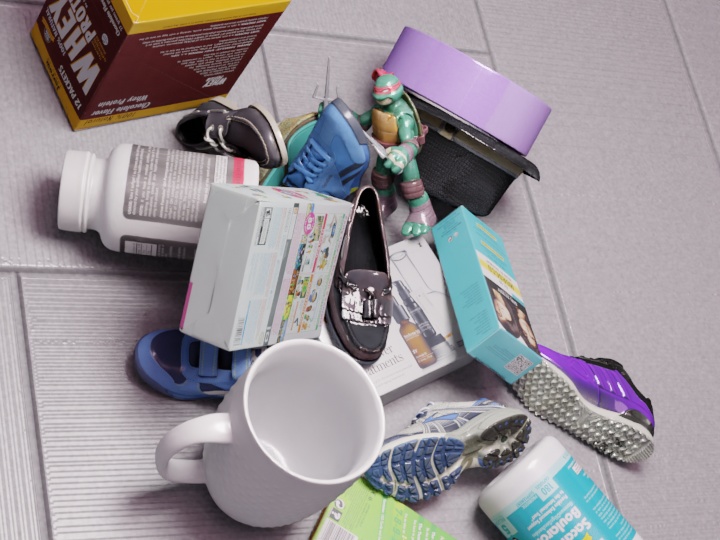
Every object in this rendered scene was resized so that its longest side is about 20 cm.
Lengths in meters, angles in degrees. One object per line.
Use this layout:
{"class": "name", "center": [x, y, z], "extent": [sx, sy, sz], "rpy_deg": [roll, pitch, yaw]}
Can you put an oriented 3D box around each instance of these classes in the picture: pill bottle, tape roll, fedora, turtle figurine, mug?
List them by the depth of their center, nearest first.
{"class": "mug", "center": [-0.100, 0.170, 1.559], "extent": [0.198, 0.175, 0.149], "rpy_deg": [1, 61, -28]}
{"class": "pill bottle", "center": [-0.207, -0.070, 1.668], "extent": [0.198, 0.111, 0.112], "rpy_deg": [7, 57, -6]}
{"class": "pill bottle", "center": [0.226, 0.282, 1.717], "extent": [0.200, 0.111, 0.111], "rpy_deg": [48, 51, 5]}
{"class": "turtle figurine", "center": [0.028, -0.142, 1.794], "extent": [0.100, 0.202, 0.150], "rpy_deg": [-24, 32, -18]}
{"class": "fedora", "center": [0.106, -0.125, 1.887], "extent": [0.199, 0.201, 0.092], "rpy_deg": [29, 95, -12]}
{"class": "tape roll", "center": [0.123, -0.209, 1.902], "extent": [0.199, 0.200, 0.066], "rpy_deg": [29, 94, -11]}

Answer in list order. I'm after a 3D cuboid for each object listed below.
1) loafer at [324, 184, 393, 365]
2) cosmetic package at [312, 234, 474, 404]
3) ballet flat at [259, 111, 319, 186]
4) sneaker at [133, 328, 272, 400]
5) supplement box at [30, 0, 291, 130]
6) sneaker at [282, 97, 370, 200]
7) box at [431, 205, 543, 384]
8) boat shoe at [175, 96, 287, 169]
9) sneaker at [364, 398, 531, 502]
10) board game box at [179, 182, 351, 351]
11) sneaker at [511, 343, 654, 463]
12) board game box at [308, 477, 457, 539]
{"class": "loafer", "center": [0.000, 0.000, 1.727], "extent": [0.071, 0.063, 0.202], "rpy_deg": [9, 55, -22]}
{"class": "cosmetic package", "center": [0.025, 0.060, 1.777], "extent": [0.199, 0.052, 0.151], "rpy_deg": [-22, 72, -37]}
{"class": "ballet flat", "center": [-0.103, -0.123, 1.809], "extent": [0.071, 0.071, 0.200], "rpy_deg": [39, 49, -3]}
{"class": "sneaker", "center": [-0.131, 0.093, 1.648], "extent": [0.198, 0.082, 0.075], "rpy_deg": [13, 58, -20]}
{"class": "supplement box", "center": [-0.218, -0.273, 1.740], "extent": [0.196, 0.200, 0.134], "rpy_deg": [-15, 70, -35]}
{"class": "sneaker", "center": [-0.040, -0.114, 1.750], "extent": [0.078, 0.200, 0.066], "rpy_deg": [-29, 75, -16]}
{"class": "box", "center": [0.139, 0.025, 1.808], "extent": [0.082, 0.049, 0.201], "rpy_deg": [36, 27, -37]}
{"class": "boat shoe", "center": [-0.139, -0.140, 1.733], "extent": [0.062, 0.200, 0.073], "rpy_deg": [-24, 114, -20]}
{"class": "sneaker", "center": [0.080, 0.183, 1.721], "extent": [0.198, 0.078, 0.085], "rpy_deg": [-11, 28, -30]}
{"class": "board game box", "center": [-0.091, -0.006, 1.614], "extent": [0.064, 0.149, 0.200], "rpy_deg": [17, 8, 24]}
{"class": "sneaker", "center": [0.256, 0.131, 1.859], "extent": [0.199, 0.070, 0.100], "rpy_deg": [35, 44, -12]}
{"class": "board game box", "center": [0.046, 0.295, 1.663], "extent": [0.199, 0.030, 0.096], "rpy_deg": [32, 52, -5]}
